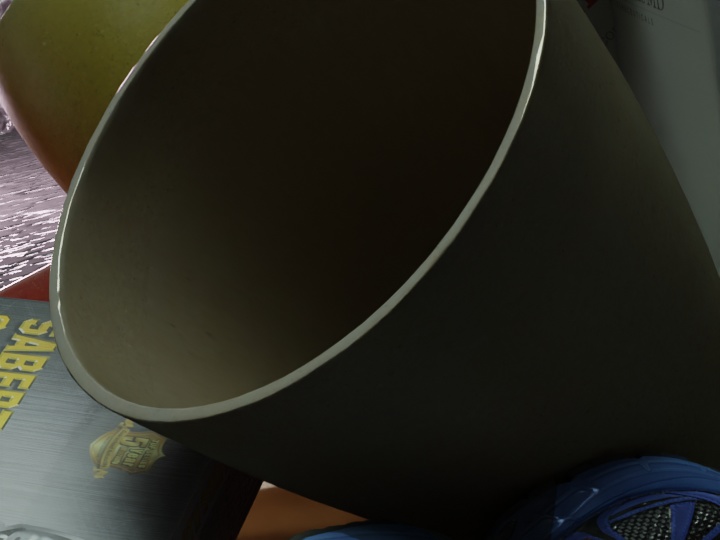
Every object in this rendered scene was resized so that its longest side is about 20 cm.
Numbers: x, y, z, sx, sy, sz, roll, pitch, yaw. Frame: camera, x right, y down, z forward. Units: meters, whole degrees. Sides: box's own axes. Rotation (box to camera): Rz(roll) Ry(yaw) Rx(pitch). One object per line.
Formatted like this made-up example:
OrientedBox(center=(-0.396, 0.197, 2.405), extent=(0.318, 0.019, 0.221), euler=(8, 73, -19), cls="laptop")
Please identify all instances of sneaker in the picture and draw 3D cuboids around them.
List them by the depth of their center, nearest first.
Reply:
OrientedBox(center=(0.055, 0.109, 0.623), extent=(0.199, 0.076, 0.078), euler=(-11, 37, -35), cls="sneaker")

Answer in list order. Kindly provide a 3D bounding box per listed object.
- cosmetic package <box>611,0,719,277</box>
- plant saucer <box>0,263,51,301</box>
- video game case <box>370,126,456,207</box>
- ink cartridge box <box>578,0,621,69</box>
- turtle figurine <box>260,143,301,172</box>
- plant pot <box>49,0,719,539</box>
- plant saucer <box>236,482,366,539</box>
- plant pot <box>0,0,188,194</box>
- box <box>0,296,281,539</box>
OrientedBox(center=(0.152, -0.023, 0.803), extent=(0.081, 0.201, 0.113), euler=(-14, 16, -9), cls="cosmetic package")
OrientedBox(center=(-0.217, 0.057, 1.046), extent=(0.200, 0.037, 0.199), euler=(-27, 3, 45), cls="plant saucer")
OrientedBox(center=(0.041, -0.120, 0.860), extent=(0.200, 0.022, 0.182), euler=(-52, 23, -5), cls="video game case")
OrientedBox(center=(0.118, -0.058, 0.906), extent=(0.145, 0.200, 0.084), euler=(-43, 22, 17), cls="ink cartridge box")
OrientedBox(center=(-0.001, -0.134, 0.804), extent=(0.100, 0.201, 0.150), euler=(24, 1, -11), cls="turtle figurine")
OrientedBox(center=(0.038, 0.011, 0.705), extent=(0.187, 0.200, 0.188), euler=(-27, 43, 28), cls="plant pot")
OrientedBox(center=(-0.034, 0.106, 0.794), extent=(0.199, 0.038, 0.200), euler=(-11, 11, 2), cls="plant saucer")
OrientedBox(center=(-0.062, -0.071, 1.075), extent=(0.199, 0.143, 0.200), euler=(-22, -22, -9), cls="plant pot")
OrientedBox(center=(-0.126, 0.084, 0.713), extent=(0.157, 0.049, 0.200), euler=(6, 35, 15), cls="box")
